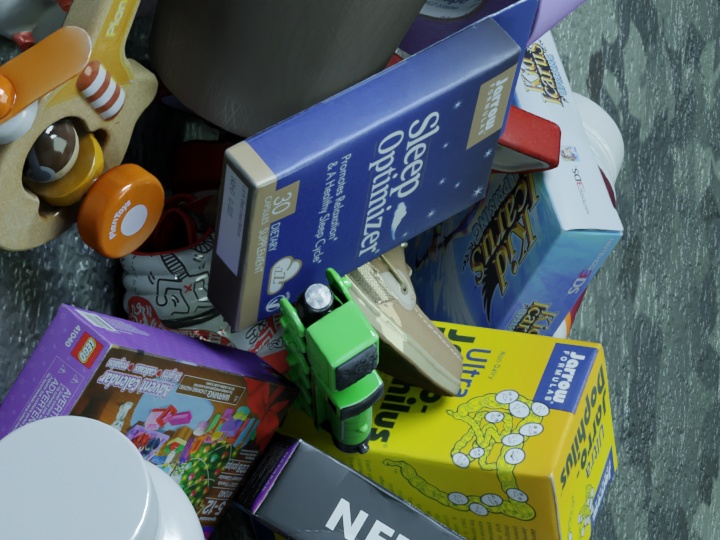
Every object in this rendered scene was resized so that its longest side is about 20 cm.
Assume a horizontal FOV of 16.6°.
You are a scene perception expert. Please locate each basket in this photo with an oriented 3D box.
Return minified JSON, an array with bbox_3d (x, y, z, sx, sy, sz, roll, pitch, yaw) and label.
[{"bbox_3d":[-0.018,-0.171,1.200,0.180,0.136,0.201,-8,137,-38],"label":"basket"}]

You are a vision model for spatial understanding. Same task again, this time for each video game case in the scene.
[{"bbox_3d":[0.076,-0.036,1.510,0.200,0.045,0.182,120,-38,-46],"label":"video game case"}]

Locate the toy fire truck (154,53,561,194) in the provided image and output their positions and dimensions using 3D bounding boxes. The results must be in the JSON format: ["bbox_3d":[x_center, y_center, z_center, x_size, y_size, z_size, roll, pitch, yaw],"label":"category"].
[{"bbox_3d":[-0.006,-0.089,1.384,0.199,0.167,0.113,20,71,-41],"label":"toy fire truck"}]

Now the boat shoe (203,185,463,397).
[{"bbox_3d":[0.000,0.000,1.349,0.200,0.071,0.065,44,70,-38],"label":"boat shoe"}]

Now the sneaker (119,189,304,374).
[{"bbox_3d":[-0.057,0.000,1.392,0.201,0.067,0.109,-28,116,-46],"label":"sneaker"}]

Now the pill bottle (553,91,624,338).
[{"bbox_3d":[0.113,-0.028,1.717,0.201,0.114,0.115,-65,145,-41],"label":"pill bottle"}]

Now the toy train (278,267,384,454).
[{"bbox_3d":[-0.012,0.054,1.312,0.057,0.042,0.200,54,-10,16],"label":"toy train"}]

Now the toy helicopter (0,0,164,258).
[{"bbox_3d":[-0.138,-0.100,1.168,0.132,0.079,0.201,-5,124,-55],"label":"toy helicopter"}]

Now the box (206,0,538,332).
[{"bbox_3d":[0.014,-0.055,1.253,0.199,0.032,0.121,-30,153,-26],"label":"box"}]

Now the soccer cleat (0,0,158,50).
[{"bbox_3d":[-0.132,-0.162,1.277,0.200,0.069,0.078,-22,79,-55],"label":"soccer cleat"}]

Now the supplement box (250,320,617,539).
[{"bbox_3d":[0.039,0.104,1.455,0.110,0.199,0.109,78,27,-42],"label":"supplement box"}]

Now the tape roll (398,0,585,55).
[{"bbox_3d":[0.041,-0.209,1.332,0.066,0.199,0.201,-39,128,-30],"label":"tape roll"}]

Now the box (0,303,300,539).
[{"bbox_3d":[-0.121,0.096,1.248,0.137,0.039,0.200,-57,154,7],"label":"box"}]

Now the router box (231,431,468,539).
[{"bbox_3d":[0.027,0.158,1.337,0.051,0.199,0.149,-59,-173,-6],"label":"router box"}]

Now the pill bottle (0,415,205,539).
[{"bbox_3d":[-0.121,0.152,1.145,0.200,0.111,0.112,80,23,-56],"label":"pill bottle"}]
